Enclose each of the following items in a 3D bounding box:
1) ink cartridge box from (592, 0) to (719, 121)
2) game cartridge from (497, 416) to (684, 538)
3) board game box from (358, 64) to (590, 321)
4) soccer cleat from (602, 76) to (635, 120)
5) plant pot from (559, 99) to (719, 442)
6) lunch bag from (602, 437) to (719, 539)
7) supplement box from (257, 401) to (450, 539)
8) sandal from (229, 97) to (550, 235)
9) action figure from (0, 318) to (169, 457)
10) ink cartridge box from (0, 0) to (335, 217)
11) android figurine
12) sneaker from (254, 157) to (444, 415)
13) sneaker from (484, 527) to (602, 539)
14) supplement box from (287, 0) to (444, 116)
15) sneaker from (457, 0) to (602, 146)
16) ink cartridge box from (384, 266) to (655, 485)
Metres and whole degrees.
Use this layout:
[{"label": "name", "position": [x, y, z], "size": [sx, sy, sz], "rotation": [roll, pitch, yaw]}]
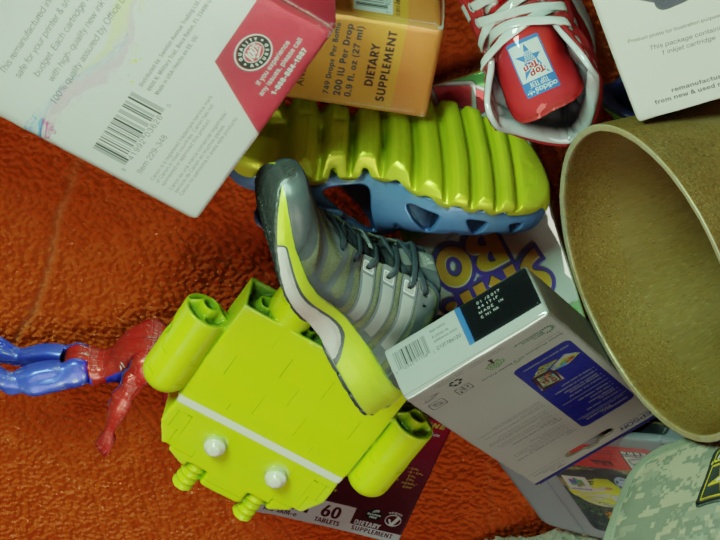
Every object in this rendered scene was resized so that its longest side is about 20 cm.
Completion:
[{"label": "ink cartridge box", "position": [0.152, -0.206, 1.135], "size": [0.084, 0.145, 0.200], "rotation": [-15, 127, 14]}, {"label": "game cartridge", "position": [0.180, 0.134, 1.423], "size": [0.200, 0.041, 0.133], "rotation": [1, 144, 41]}, {"label": "board game box", "position": [0.074, -0.022, 1.317], "size": [0.095, 0.030, 0.201], "rotation": [-16, 107, 12]}, {"label": "soccer cleat", "position": [0.221, -0.139, 1.240], "size": [0.084, 0.065, 0.200], "rotation": [28, 125, -27]}, {"label": "plant pot", "position": [0.245, -0.026, 1.215], "size": [0.199, 0.186, 0.187], "rotation": [-21, 131, -17]}, {"label": "lunch bag", "position": [0.244, 0.136, 1.208], "size": [0.164, 0.200, 0.118], "rotation": [-20, 84, 40]}, {"label": "supplement box", "position": [0.006, 0.084, 1.428], "size": [0.108, 0.061, 0.200], "rotation": [14, 127, -11]}, {"label": "sandal", "position": [0.012, -0.052, 1.273], "size": [0.199, 0.080, 0.087], "rotation": [10, 140, 2]}, {"label": "action figure", "position": [-0.189, 0.084, 1.427], "size": [0.199, 0.065, 0.099], "rotation": [-7, 122, 7]}, {"label": "ink cartridge box", "position": [-0.133, -0.142, 1.148], "size": [0.200, 0.086, 0.148], "rotation": [30, 121, -18]}, {"label": "android figurine", "position": [-0.050, 0.083, 1.368], "size": [0.182, 0.041, 0.200], "rotation": [30, 123, -14]}, {"label": "sneaker", "position": [0.000, 0.000, 1.240], "size": [0.081, 0.074, 0.200], "rotation": [-25, 137, 6]}, {"label": "sneaker", "position": [0.151, 0.230, 1.541], "size": [0.200, 0.070, 0.100], "rotation": [-24, 129, 20]}, {"label": "supplement box", "position": [-0.054, -0.143, 1.239], "size": [0.199, 0.069, 0.067], "rotation": [9, 126, -3]}, {"label": "sneaker", "position": [0.076, -0.155, 1.198], "size": [0.071, 0.113, 0.200], "rotation": [-28, 124, 21]}, {"label": "ink cartridge box", "position": [0.101, 0.067, 1.286], "size": [0.099, 0.039, 0.200], "rotation": [-32, 148, 12]}]
